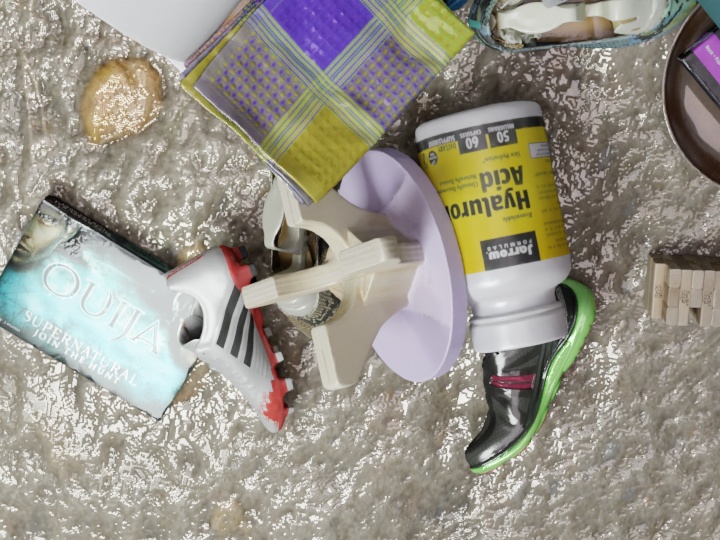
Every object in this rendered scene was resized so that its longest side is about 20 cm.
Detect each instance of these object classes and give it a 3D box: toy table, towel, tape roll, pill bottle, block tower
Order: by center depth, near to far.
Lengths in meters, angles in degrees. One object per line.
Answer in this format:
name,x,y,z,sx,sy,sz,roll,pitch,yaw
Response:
tape roll,-0.182,-0.244,0.834,0.202,0.202,0.071,39,104,-7
towel,-0.022,-0.161,0.856,0.200,0.023,0.144,-46,104,-10
toy table,0.000,0.000,0.933,0.184,0.117,0.200,-35,72,45
pill bottle,0.118,-0.036,0.966,0.111,0.111,0.200,-12,91,7
block tower,0.362,0.021,1.017,0.200,0.054,0.058,1,106,4

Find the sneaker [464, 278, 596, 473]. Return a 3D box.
sneaker,0.143,0.094,1.047,0.084,0.077,0.200,26,96,3

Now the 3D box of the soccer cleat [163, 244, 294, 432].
soccer cleat,-0.119,0.069,1.035,0.085,0.069,0.200,-19,121,-9

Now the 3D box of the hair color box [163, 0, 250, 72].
hair color box,-0.152,-0.246,0.970,0.200,0.064,0.111,41,103,-9

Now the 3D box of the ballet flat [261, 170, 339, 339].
ballet flat,-0.061,-0.023,1.019,0.068,0.075,0.200,7,108,27

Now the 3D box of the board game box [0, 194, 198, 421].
board game box,-0.240,0.036,1.072,0.200,0.028,0.135,31,105,-6

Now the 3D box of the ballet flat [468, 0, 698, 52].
ballet flat,0.192,-0.217,0.954,0.200,0.074,0.074,-10,105,6

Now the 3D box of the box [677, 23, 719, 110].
box,0.386,-0.189,0.935,0.200,0.036,0.143,-40,99,14

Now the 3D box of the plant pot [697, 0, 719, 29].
plant pot,0.281,-0.298,0.867,0.141,0.141,0.200,-40,69,13

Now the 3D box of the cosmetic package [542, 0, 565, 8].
cosmetic package,0.140,-0.319,0.882,0.074,0.102,0.200,-25,87,2

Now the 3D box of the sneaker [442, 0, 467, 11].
sneaker,0.002,-0.215,0.975,0.200,0.073,0.082,-37,84,7

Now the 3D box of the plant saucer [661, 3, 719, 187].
plant saucer,0.359,-0.162,0.978,0.200,0.032,0.201,1,105,3
